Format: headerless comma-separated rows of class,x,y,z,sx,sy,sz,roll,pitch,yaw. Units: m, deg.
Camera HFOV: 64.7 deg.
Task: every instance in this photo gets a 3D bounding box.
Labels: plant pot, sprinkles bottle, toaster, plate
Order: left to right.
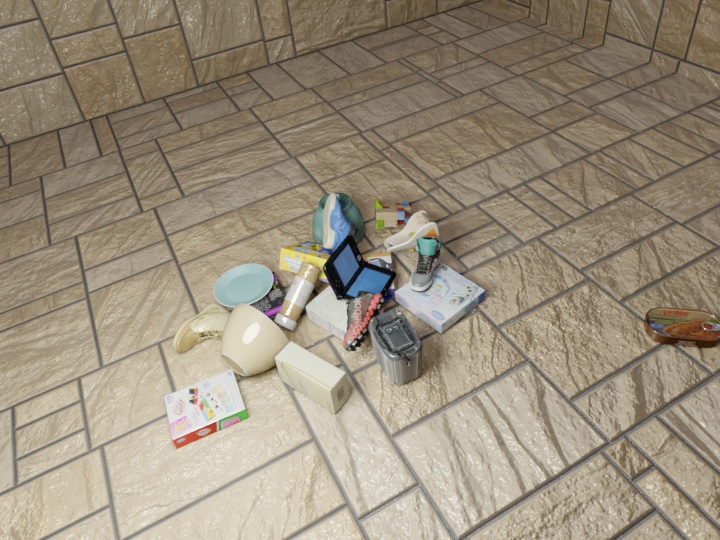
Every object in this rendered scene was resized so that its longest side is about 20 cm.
plate,-0.373,0.052,1.822,0.195,0.026,0.202,-6,42,5
plant pot,-0.309,0.210,1.568,0.198,0.202,0.135,22,58,30
sprinkles bottle,-0.188,0.076,1.711,0.067,0.068,0.203,21,83,30
plant pot,-0.083,-0.189,2.015,0.195,0.136,0.203,-4,41,3
toaster,0.101,0.215,1.537,0.112,0.131,0.201,-21,43,-14

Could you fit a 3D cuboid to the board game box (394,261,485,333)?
board game box,0.242,0.077,1.735,0.197,0.044,0.199,-32,47,-27

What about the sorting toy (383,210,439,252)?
sorting toy,0.165,-0.107,1.902,0.176,0.109,0.200,-18,17,3

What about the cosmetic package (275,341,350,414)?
cosmetic package,-0.128,0.284,1.516,0.197,0.105,0.073,22,49,31

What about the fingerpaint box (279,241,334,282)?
fingerpaint box,-0.136,-0.032,1.841,0.196,0.075,0.166,15,17,24

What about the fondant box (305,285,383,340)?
fondant box,-0.047,0.126,1.714,0.198,0.059,0.144,28,52,32

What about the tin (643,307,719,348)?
tin,0.881,0.155,1.554,0.195,0.042,0.113,5,47,14

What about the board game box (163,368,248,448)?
board game box,-0.414,0.364,1.517,0.196,0.041,0.154,-20,43,-14

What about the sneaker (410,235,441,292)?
sneaker,0.201,-0.038,1.745,0.082,0.123,0.201,8,42,20

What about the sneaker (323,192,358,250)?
sneaker,-0.063,-0.158,1.890,0.109,0.077,0.204,11,60,-21

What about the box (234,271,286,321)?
box,-0.305,0.096,1.806,0.140,0.037,0.201,-22,44,-14

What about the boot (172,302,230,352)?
boot,-0.445,0.187,1.696,0.153,0.074,0.200,17,42,29

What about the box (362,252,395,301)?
box,0.048,0.023,1.829,0.116,0.042,0.202,-5,39,2

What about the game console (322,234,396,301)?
game console,0.000,0.000,1.731,0.117,0.175,0.201,-12,26,33

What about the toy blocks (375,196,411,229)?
toy blocks,0.120,-0.204,2.025,0.133,0.102,0.201,0,22,1

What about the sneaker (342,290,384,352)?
sneaker,-0.011,0.136,1.597,0.096,0.071,0.202,24,58,10
